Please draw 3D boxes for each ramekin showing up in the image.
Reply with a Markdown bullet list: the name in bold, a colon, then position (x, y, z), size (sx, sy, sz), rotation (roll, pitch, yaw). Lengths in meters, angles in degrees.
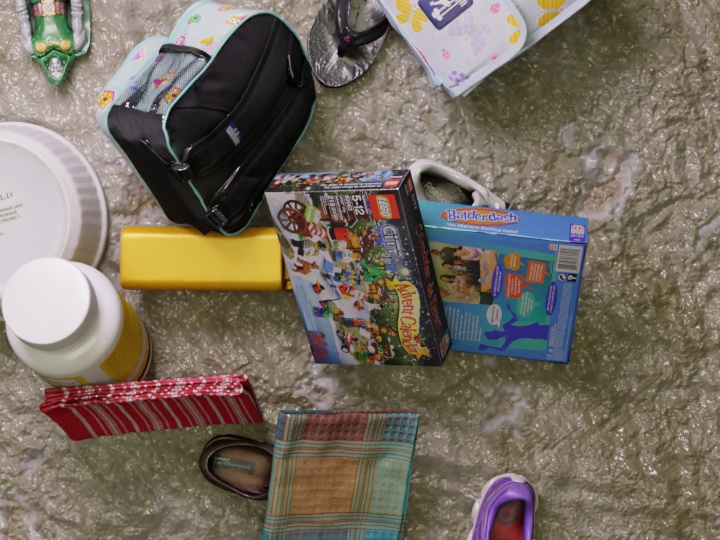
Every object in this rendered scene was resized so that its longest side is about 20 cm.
- **ramekin**: position (-0.355, -0.049, 1.500), size (0.201, 0.094, 0.203), rotation (0, 90, 1)

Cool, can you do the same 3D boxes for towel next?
- **towel**: position (-0.022, 0.229, 1.477), size (0.146, 0.022, 0.201), rotation (1, 111, -19)
- **towel**: position (-0.200, 0.136, 1.475), size (0.199, 0.145, 0.023), rotation (-5, 70, 1)

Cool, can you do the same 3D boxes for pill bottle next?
- **pill bottle**: position (-0.271, 0.056, 1.437), size (0.111, 0.200, 0.112), rotation (-1, 73, 4)

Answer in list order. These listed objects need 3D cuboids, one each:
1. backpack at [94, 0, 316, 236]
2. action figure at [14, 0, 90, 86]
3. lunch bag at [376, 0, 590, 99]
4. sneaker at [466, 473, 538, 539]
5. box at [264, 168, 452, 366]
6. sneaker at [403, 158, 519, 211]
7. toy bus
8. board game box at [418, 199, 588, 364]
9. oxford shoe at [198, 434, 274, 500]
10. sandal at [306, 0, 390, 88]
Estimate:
- **backpack**: position (-0.142, -0.157, 1.456), size (0.153, 0.176, 0.200), rotation (20, 64, 41)
- **action figure**: position (-0.315, -0.286, 1.525), size (0.118, 0.055, 0.201), rotation (-7, 94, -2)
- **lunch bag**: position (0.119, -0.285, 1.469), size (0.200, 0.127, 0.170), rotation (-35, 95, -7)
- **sneaker**: position (0.126, 0.300, 1.498), size (0.080, 0.083, 0.201), rotation (12, 91, 1)
- **box**: position (0.000, 0.000, 1.437), size (0.136, 0.038, 0.201), rotation (0, 124, 24)
- **sneaker**: position (0.123, -0.041, 1.499), size (0.200, 0.089, 0.074), rotation (33, 89, -1)
- **toy bus**: position (-0.134, -0.012, 1.505), size (0.199, 0.078, 0.065), rotation (1, 90, 1)
- **board game box**: position (0.113, 0.011, 1.473), size (0.199, 0.045, 0.153), rotation (7, 127, 4)
- **oxford shoe**: position (-0.063, 0.207, 1.501), size (0.199, 0.084, 0.073), rotation (5, 88, -1)
- **sandal**: position (0.011, -0.275, 1.520), size (0.075, 0.048, 0.201), rotation (34, 89, 0)
